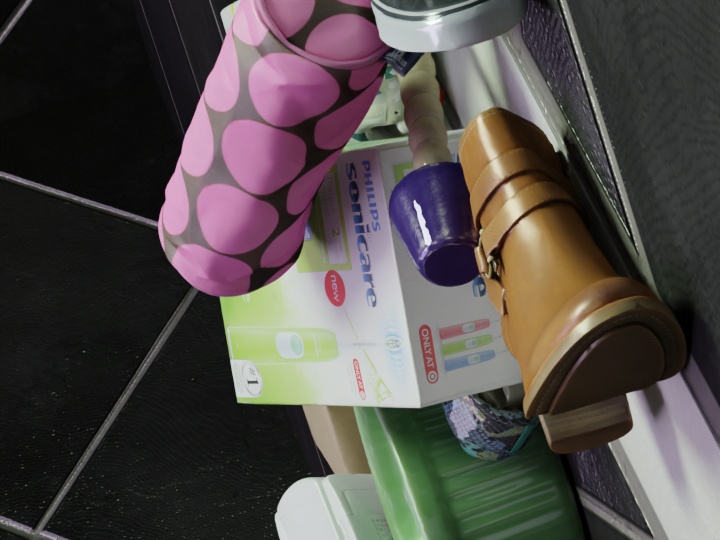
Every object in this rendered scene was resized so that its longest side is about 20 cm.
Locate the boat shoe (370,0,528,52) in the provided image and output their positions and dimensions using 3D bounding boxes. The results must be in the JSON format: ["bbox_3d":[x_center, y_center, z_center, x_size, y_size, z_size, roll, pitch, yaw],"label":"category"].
[{"bbox_3d":[0.031,-0.166,1.264,0.200,0.072,0.068,-106,-1,-63],"label":"boat shoe"}]

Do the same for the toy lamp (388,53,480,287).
[{"bbox_3d":[0.036,-0.074,1.366,0.058,0.058,0.200,78,-178,-48],"label":"toy lamp"}]

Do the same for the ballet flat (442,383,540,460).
[{"bbox_3d":[0.065,0.012,1.543,0.074,0.074,0.200,96,153,-75],"label":"ballet flat"}]

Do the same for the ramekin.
[{"bbox_3d":[0.071,0.140,1.640,0.200,0.098,0.200,161,90,-83],"label":"ramekin"}]

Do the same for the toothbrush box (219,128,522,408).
[{"bbox_3d":[0.000,0.000,1.497,0.200,0.086,0.146,-2,99,56],"label":"toothbrush box"}]

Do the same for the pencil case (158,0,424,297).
[{"bbox_3d":[-0.040,-0.075,1.377,0.091,0.094,0.200,44,138,12],"label":"pencil case"}]

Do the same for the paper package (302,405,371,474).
[{"bbox_3d":[0.004,0.070,1.990,0.200,0.103,0.191,-131,23,-71],"label":"paper package"}]

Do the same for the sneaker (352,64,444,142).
[{"bbox_3d":[0.017,-0.135,1.528,0.093,0.070,0.200,37,153,5],"label":"sneaker"}]

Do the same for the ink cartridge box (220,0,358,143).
[{"bbox_3d":[-0.029,-0.128,1.782,0.200,0.083,0.145,-157,48,-81],"label":"ink cartridge box"}]

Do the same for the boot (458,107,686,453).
[{"bbox_3d":[0.093,-0.009,1.211,0.200,0.077,0.155,67,-174,-75],"label":"boot"}]

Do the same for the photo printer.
[{"bbox_3d":[0.047,0.219,1.790,0.200,0.069,0.167,4,-124,-49],"label":"photo printer"}]
